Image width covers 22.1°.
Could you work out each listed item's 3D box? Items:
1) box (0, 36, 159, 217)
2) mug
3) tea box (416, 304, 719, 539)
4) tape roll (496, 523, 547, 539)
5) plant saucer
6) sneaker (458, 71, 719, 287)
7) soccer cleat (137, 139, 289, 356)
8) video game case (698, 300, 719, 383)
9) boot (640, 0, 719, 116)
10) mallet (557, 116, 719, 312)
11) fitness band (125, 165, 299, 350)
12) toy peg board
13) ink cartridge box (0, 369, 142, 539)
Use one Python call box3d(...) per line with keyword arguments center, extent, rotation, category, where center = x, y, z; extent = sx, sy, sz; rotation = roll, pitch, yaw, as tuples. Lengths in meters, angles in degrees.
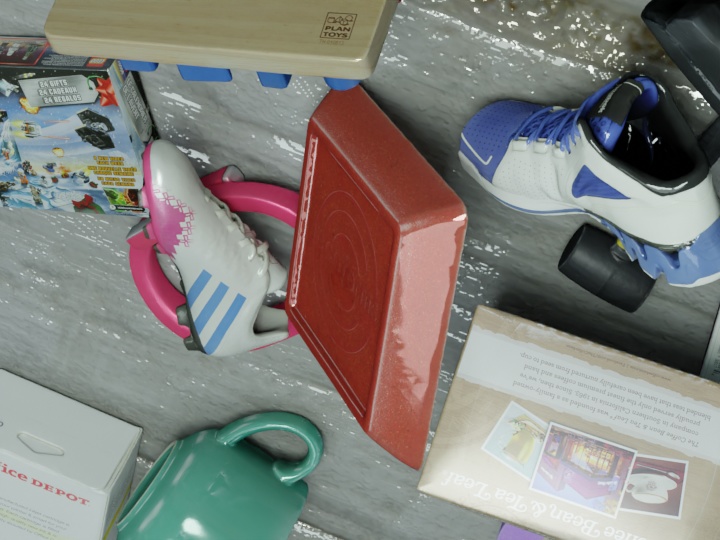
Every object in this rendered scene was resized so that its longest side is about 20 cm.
box3d(center=(-0.248, -0.108, 1.365), extent=(0.199, 0.040, 0.137), rotation=(5, 134, 20), category="box")
box3d(center=(-0.125, 0.196, 1.537), extent=(0.114, 0.185, 0.152), rotation=(36, 160, -7), category="mug")
box3d(center=(0.156, 0.122, 1.269), extent=(0.199, 0.134, 0.197), rotation=(18, 177, 6), category="tea box")
box3d(center=(0.210, 0.222, 1.453), extent=(0.199, 0.066, 0.201), rotation=(12, 134, 13), category="tape roll")
box3d(center=(0.000, 0.000, 1.226), extent=(0.037, 0.200, 0.201), rotation=(-5, 123, -24), category="plant saucer")
box3d(center=(0.149, -0.080, 1.139), extent=(0.199, 0.081, 0.115), rotation=(30, 151, 37), category="sneaker")
box3d(center=(-0.101, -0.019, 1.321), extent=(0.086, 0.070, 0.200), rotation=(-7, 135, 7), category="soccer cleat")
box3d(center=(0.333, 0.028, 1.232), extent=(0.181, 0.036, 0.200), rotation=(16, 136, 11), category="video game case")
box3d(center=(0.229, -0.083, 1.073), extent=(0.200, 0.066, 0.165), rotation=(43, 165, -16), category="boot")
box3d(center=(0.212, -0.043, 1.223), extent=(0.066, 0.041, 0.200), rotation=(36, 132, -9), category="mallet")
box3d(center=(-0.093, -0.005, 1.398), extent=(0.200, 0.037, 0.144), rotation=(-23, 122, 39), category="fitness band")
box3d(center=(-0.054, -0.180, 1.108), extent=(0.199, 0.200, 0.098), rotation=(7, 149, 19), category="toy peg board")
box3d(center=(-0.284, 0.200, 1.642), extent=(0.145, 0.084, 0.200), rotation=(22, 137, 3), category="ink cartridge box")
